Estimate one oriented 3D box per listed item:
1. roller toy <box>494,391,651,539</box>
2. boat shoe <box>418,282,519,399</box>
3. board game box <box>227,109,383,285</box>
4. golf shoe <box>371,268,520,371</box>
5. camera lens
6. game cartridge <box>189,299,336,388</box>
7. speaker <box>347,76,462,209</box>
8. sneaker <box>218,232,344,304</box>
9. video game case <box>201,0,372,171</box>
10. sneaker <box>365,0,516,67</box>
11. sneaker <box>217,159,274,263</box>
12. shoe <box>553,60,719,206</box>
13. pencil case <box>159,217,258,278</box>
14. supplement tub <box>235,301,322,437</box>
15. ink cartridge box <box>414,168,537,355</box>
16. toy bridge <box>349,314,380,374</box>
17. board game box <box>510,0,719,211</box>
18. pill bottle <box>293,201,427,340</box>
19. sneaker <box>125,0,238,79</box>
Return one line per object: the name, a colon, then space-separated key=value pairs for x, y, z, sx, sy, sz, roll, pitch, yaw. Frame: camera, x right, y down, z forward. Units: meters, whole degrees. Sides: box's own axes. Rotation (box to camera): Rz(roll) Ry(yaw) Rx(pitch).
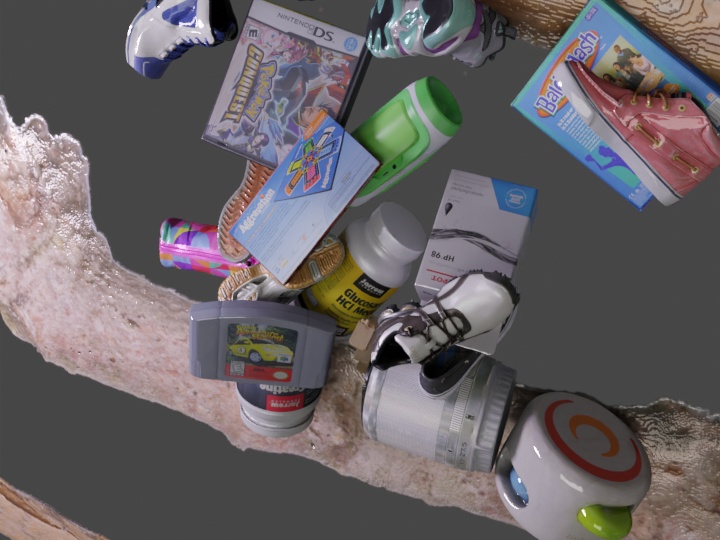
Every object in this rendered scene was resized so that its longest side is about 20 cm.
roller toy: x=0.280 y=0.271 z=0.951 sx=0.181 sy=0.199 sz=0.142 roll=33 pitch=123 yaw=19
boat shoe: x=0.141 y=0.076 z=0.920 sx=0.070 sy=0.200 sz=0.067 roll=37 pitch=165 yaw=25
board game box: x=-0.072 y=-0.091 z=0.899 sx=0.103 sy=0.019 sz=0.201 roll=41 pitch=102 yaw=5
golf shoe: x=0.093 y=0.069 z=0.812 sx=0.198 sy=0.095 sz=0.078 roll=-28 pitch=108 yaw=38
camera lens: x=0.108 y=0.183 z=1.002 sx=0.196 sy=0.160 sz=0.163 roll=14 pitch=119 yaw=17
game cartridge: x=-0.135 y=0.100 z=0.962 sx=0.195 sy=0.041 sz=0.135 roll=6 pitch=127 yaw=-7
speaker: x=0.035 y=-0.161 z=0.918 sx=0.199 sy=0.089 sz=0.089 roll=-33 pitch=98 yaw=33
sneaker: x=-0.101 y=0.004 z=0.972 sx=0.197 sy=0.087 sz=0.077 roll=-24 pitch=76 yaw=20
video game case: x=-0.096 y=-0.234 z=0.927 sx=0.178 sy=0.025 sz=0.204 roll=23 pitch=94 yaw=13
sneaker: x=0.100 y=-0.274 z=0.832 sx=0.199 sy=0.137 sz=0.079 roll=30 pitch=109 yaw=57
sneaker: x=-0.137 y=-0.100 z=0.979 sx=0.070 sy=0.080 sz=0.204 roll=17 pitch=80 yaw=9
shoe: x=0.301 y=-0.168 z=0.748 sx=0.200 sy=0.072 sz=0.091 roll=44 pitch=122 yaw=-7
pencil case: x=-0.221 y=-0.031 z=1.099 sx=0.196 sy=0.088 sz=0.090 roll=9 pitch=117 yaw=22
supplement tub: x=-0.123 y=0.141 z=1.100 sx=0.138 sy=0.140 sz=0.204 roll=16 pitch=119 yaw=16
ink cartridge box: x=0.141 y=-0.012 z=0.879 sx=0.114 sy=0.067 sz=0.204 roll=15 pitch=75 yaw=16
toy bridge: x=0.014 y=0.100 z=1.018 sx=0.027 sy=0.068 sz=0.201 roll=24 pitch=163 yaw=10
board game box: x=0.296 y=-0.191 z=0.805 sx=0.199 sy=0.045 sz=0.153 roll=40 pitch=124 yaw=3
pill bottle: x=0.000 y=0.000 z=0.993 sx=0.112 sy=0.113 sz=0.200 roll=44 pitch=124 yaw=-1
sneaker: x=-0.236 y=-0.330 z=0.965 sx=0.115 sy=0.081 sz=0.200 roll=42 pitch=122 yaw=4
